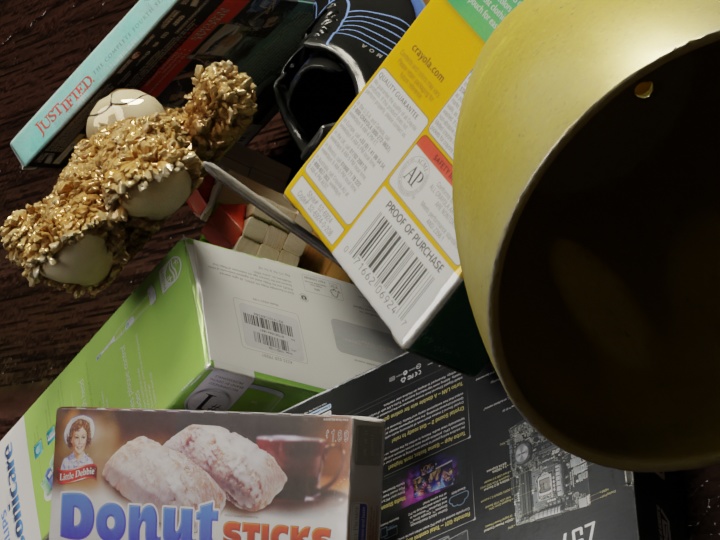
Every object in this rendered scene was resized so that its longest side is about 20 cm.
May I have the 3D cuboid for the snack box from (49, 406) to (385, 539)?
[{"bbox_3d":[-0.069,0.101,1.289,0.200,0.024,0.072,-1,85,44],"label":"snack box"}]

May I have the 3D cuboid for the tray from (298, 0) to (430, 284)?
[{"bbox_3d":[0.028,-0.068,1.487,0.200,0.037,0.099,-62,28,10],"label":"tray"}]

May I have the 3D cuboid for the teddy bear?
[{"bbox_3d":[-0.119,-0.050,1.413,0.145,0.067,0.200,-43,7,29],"label":"teddy bear"}]

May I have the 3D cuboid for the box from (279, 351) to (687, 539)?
[{"bbox_3d":[0.046,0.103,1.249,0.200,0.044,0.160,-27,45,27],"label":"box"}]

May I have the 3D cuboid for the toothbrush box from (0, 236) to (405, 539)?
[{"bbox_3d":[-0.077,0.088,1.430,0.200,0.146,0.086,-45,43,36],"label":"toothbrush box"}]

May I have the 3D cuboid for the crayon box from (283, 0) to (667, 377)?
[{"bbox_3d":[0.066,-0.069,1.241,0.200,0.052,0.126,-52,44,15],"label":"crayon box"}]

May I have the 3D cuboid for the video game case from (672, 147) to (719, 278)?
[{"bbox_3d":[0.110,-0.095,1.262,0.182,0.023,0.200,6,76,46],"label":"video game case"}]

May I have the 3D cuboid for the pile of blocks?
[{"bbox_3d":[-0.077,-0.022,1.559,0.082,0.062,0.200,-63,12,9],"label":"pile of blocks"}]

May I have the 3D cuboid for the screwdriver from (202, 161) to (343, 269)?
[{"bbox_3d":[0.000,0.000,1.310,0.029,0.200,0.028,-5,57,43],"label":"screwdriver"}]

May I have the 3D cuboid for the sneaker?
[{"bbox_3d":[-0.007,-0.106,1.454,0.070,0.078,0.200,-54,30,24],"label":"sneaker"}]

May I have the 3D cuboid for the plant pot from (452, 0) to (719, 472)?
[{"bbox_3d":[0.116,-0.042,1.107,0.200,0.200,0.142,-58,35,18],"label":"plant pot"}]

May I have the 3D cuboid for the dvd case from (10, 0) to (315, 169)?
[{"bbox_3d":[-0.091,-0.109,1.565,0.146,0.200,0.022,-45,69,22],"label":"dvd case"}]
